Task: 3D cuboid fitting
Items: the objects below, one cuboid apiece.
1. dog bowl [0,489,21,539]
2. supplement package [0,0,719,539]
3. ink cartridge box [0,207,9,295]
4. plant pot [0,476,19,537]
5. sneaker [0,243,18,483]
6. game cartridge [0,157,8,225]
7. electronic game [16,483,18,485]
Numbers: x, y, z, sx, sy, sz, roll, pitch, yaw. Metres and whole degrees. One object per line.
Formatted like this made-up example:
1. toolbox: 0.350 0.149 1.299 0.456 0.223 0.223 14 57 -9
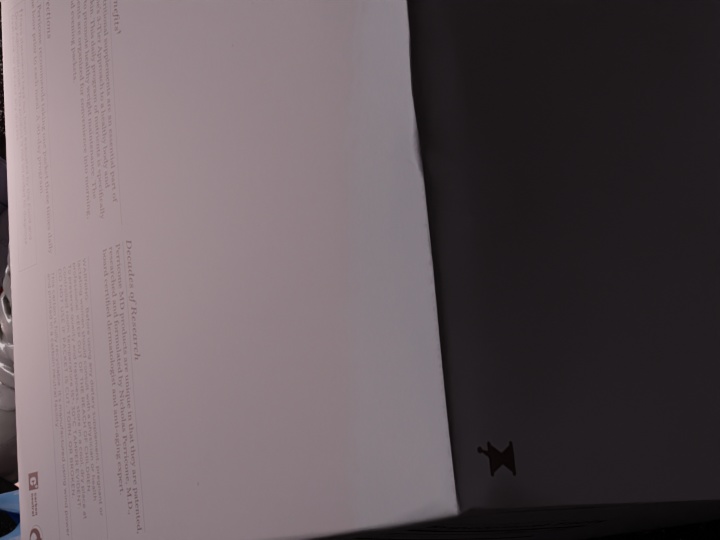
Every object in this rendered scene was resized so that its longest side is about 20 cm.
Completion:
1. dog bowl: -0.115 0.141 0.713 0.049 0.112 0.200 -25 8 4
2. supplement package: 0.007 -0.013 0.540 0.200 0.147 0.192 -18 73 49
3. ink cartridge box: -0.114 -0.012 1.030 0.146 0.084 0.200 32 78 36
4. plant pot: -0.246 0.170 0.881 0.200 0.177 0.199 -54 17 -21
5. sneaker: -0.151 0.016 0.926 0.076 0.081 0.200 35 89 35
6. game cartridge: -0.233 -0.007 1.049 0.130 0.038 0.200 -50 -23 -1
7. electronic game: -0.190 0.066 1.130 0.200 0.042 0.201 -30 45 35
